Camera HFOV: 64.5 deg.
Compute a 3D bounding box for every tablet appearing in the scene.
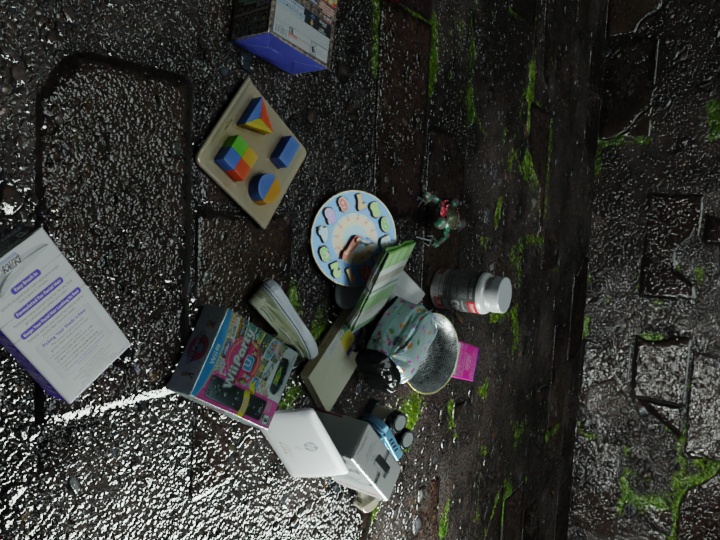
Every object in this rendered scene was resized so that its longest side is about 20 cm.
[{"bbox_3d":[-0.113,0.334,1.094,0.014,0.129,0.201,-77,151,-50],"label":"tablet"}]

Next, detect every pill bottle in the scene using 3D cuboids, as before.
[{"bbox_3d":[0.303,0.058,1.568,0.113,0.199,0.115,-11,103,-53],"label":"pill bottle"}]

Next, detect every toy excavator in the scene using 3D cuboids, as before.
[{"bbox_3d":[0.033,0.441,1.354,0.200,0.099,0.196,-43,127,-27],"label":"toy excavator"}]

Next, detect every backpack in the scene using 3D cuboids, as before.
[{"bbox_3d":[0.083,0.163,1.285,0.201,0.126,0.168,-55,154,-26],"label":"backpack"}]

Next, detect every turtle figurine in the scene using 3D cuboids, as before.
[{"bbox_3d":[0.218,-0.136,1.518,0.200,0.100,0.151,-22,113,-57],"label":"turtle figurine"}]

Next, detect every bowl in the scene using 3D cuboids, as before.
[{"bbox_3d":[0.149,0.203,1.448,0.199,0.094,0.203,-2,94,-38],"label":"bowl"}]

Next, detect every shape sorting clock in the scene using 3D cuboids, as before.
[{"bbox_3d":[-0.011,-0.066,1.190,0.198,0.039,0.202,-5,100,-28],"label":"shape sorting clock"}]

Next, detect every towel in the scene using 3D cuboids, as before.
[{"bbox_3d":[0.041,0.029,1.212,0.149,0.031,0.201,-23,142,-62],"label":"towel"}]

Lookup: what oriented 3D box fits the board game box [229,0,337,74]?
[{"bbox_3d":[-0.125,-0.468,0.983,0.159,0.096,0.202,10,87,-54],"label":"board game box"}]

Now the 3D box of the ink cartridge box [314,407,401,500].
[{"bbox_3d":[-0.019,0.392,1.214,0.084,0.143,0.201,-58,137,-31],"label":"ink cartridge box"}]

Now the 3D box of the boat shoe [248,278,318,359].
[{"bbox_3d":[-0.145,0.102,1.077,0.062,0.072,0.201,-38,125,-15],"label":"boat shoe"}]

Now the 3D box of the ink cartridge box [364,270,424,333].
[{"bbox_3d":[0.050,0.072,1.355,0.174,0.043,0.200,-50,138,-3],"label":"ink cartridge box"}]

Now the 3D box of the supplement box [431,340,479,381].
[{"bbox_3d":[0.242,0.242,1.595,0.199,0.100,0.104,26,74,-52],"label":"supplement box"}]

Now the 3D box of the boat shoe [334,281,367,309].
[{"bbox_3d":[0.000,0.000,1.256,0.057,0.068,0.201,114,2,-69],"label":"boat shoe"}]

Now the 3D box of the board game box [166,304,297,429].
[{"bbox_3d":[-0.210,0.169,0.973,0.200,0.064,0.149,43,60,-47],"label":"board game box"}]

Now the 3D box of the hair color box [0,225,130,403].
[{"bbox_3d":[-0.394,0.056,0.713,0.109,0.064,0.201,-51,135,-36],"label":"hair color box"}]

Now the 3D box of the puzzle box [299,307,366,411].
[{"bbox_3d":[-0.050,0.189,1.234,0.201,0.025,0.134,-55,141,-34],"label":"puzzle box"}]

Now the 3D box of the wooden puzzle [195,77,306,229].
[{"bbox_3d":[-0.174,-0.201,0.997,0.200,0.046,0.186,51,54,-45],"label":"wooden puzzle"}]

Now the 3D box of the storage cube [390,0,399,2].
[{"bbox_3d":[0.118,-0.713,1.219,0.200,0.178,0.173,30,70,-53],"label":"storage cube"}]
